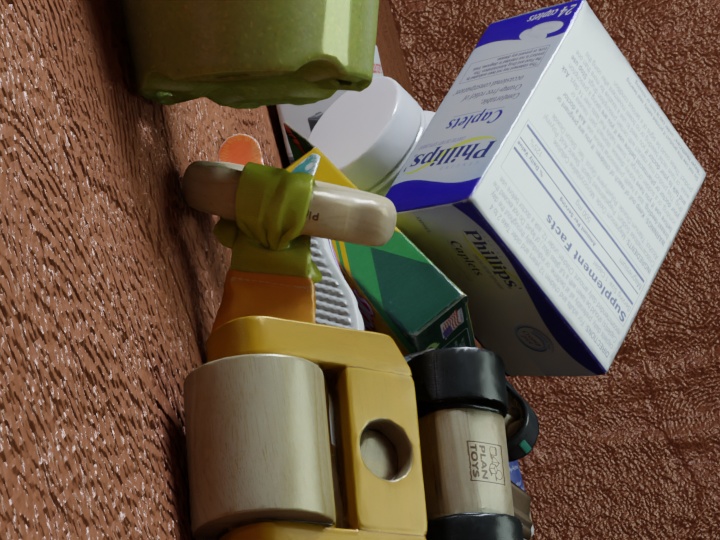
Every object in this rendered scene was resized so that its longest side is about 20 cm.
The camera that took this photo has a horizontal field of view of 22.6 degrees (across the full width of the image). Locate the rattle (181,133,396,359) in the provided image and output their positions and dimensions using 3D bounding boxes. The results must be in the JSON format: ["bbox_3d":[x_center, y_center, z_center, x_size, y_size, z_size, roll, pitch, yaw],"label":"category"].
[{"bbox_3d":[-0.055,-0.003,1.064,0.200,0.129,0.145,-164,-113,-67],"label":"rattle"}]

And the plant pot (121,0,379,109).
[{"bbox_3d":[-0.061,-0.188,0.979,0.200,0.198,0.187,10,76,-83],"label":"plant pot"}]

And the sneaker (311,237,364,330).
[{"bbox_3d":[-0.027,0.048,1.161,0.115,0.072,0.202,73,7,-47],"label":"sneaker"}]

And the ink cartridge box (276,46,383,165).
[{"bbox_3d":[-0.009,-0.086,1.505,0.144,0.083,0.202,-46,124,-82],"label":"ink cartridge box"}]

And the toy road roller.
[{"bbox_3d":[-0.017,0.114,0.927,0.198,0.146,0.124,11,61,-33],"label":"toy road roller"}]

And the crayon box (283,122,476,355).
[{"bbox_3d":[0.000,0.000,1.279,0.200,0.051,0.127,46,-14,29],"label":"crayon box"}]

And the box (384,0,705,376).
[{"bbox_3d":[0.134,-0.056,1.307,0.184,0.104,0.201,49,57,-28],"label":"box"}]

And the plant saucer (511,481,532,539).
[{"bbox_3d":[0.050,0.125,1.310,0.199,0.030,0.200,38,-2,1],"label":"plant saucer"}]

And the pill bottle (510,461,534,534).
[{"bbox_3d":[0.087,0.164,1.680,0.111,0.110,0.202,10,66,-83],"label":"pill bottle"}]

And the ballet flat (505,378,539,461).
[{"bbox_3d":[0.052,0.069,1.348,0.199,0.073,0.073,39,2,9],"label":"ballet flat"}]

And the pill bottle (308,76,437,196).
[{"bbox_3d":[0.054,-0.049,1.380,0.200,0.113,0.114,43,24,-30],"label":"pill bottle"}]

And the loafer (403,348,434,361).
[{"bbox_3d":[0.059,0.130,1.132,0.201,0.062,0.072,61,-1,35],"label":"loafer"}]
